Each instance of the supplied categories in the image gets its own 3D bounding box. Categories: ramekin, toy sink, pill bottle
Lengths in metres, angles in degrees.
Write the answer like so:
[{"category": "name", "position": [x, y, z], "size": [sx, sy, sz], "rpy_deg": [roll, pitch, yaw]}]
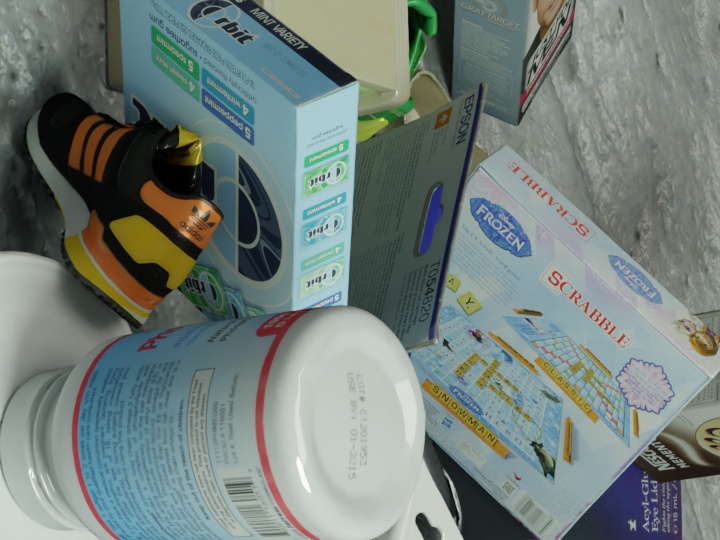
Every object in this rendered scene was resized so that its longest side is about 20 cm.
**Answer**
[{"category": "ramekin", "position": [-0.204, 0.093, 1.035], "size": [0.202, 0.094, 0.203], "rpy_deg": [14, 72, -52]}, {"category": "toy sink", "position": [-0.046, -0.155, 1.265], "size": [0.200, 0.130, 0.113], "rpy_deg": [10, 76, -53]}, {"category": "pill bottle", "position": [-0.076, 0.080, 0.961], "size": [0.109, 0.199, 0.109], "rpy_deg": [14, 73, -52]}]

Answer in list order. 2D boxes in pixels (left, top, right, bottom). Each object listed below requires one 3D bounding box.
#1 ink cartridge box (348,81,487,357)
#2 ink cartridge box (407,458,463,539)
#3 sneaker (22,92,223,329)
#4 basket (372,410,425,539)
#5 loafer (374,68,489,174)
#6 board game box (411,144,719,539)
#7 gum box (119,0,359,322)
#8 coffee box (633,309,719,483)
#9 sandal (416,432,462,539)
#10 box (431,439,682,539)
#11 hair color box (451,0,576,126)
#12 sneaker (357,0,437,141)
[{"category": "ink cartridge box", "position": [0.000, 0.000, 1.221], "size": [0.041, 0.200, 0.200], "rpy_deg": [38, 49, -31]}, {"category": "ink cartridge box", "position": [-0.032, 0.204, 1.205], "size": [0.200, 0.068, 0.116], "rpy_deg": [-37, 115, -24]}, {"category": "sneaker", "position": [-0.124, -0.053, 1.103], "size": [0.070, 0.090, 0.200], "rpy_deg": [43, 12, -36]}, {"category": "basket", "position": [-0.051, 0.167, 1.082], "size": [0.124, 0.135, 0.201], "rpy_deg": [104, -1, -59]}, {"category": "loafer", "position": [0.073, -0.065, 1.456], "size": [0.076, 0.068, 0.201], "rpy_deg": [-50, 122, -45]}, {"category": "board game box", "position": [0.111, 0.053, 1.311], "size": [0.200, 0.200, 0.041], "rpy_deg": [43, 40, 8]}, {"category": "gum box", "position": [-0.071, -0.057, 1.115], "size": [0.044, 0.170, 0.201], "rpy_deg": [-25, 138, -29]}, {"category": "coffee box", "position": [0.275, 0.084, 1.413], "size": [0.113, 0.199, 0.080], "rpy_deg": [36, 52, -43]}, {"category": "sandal", "position": [0.041, 0.177, 1.369], "size": [0.043, 0.076, 0.201], "rpy_deg": [-47, 130, -44]}, {"category": "box", "position": [0.148, 0.134, 1.488], "size": [0.200, 0.104, 0.149], "rpy_deg": [10, 76, -52]}, {"category": "hair color box", "position": [0.115, -0.207, 1.451], "size": [0.099, 0.060, 0.200], "rpy_deg": [-59, 163, -26]}, {"category": "sneaker", "position": [0.019, -0.187, 1.395], "size": [0.074, 0.083, 0.201], "rpy_deg": [24, 62, -49]}]
